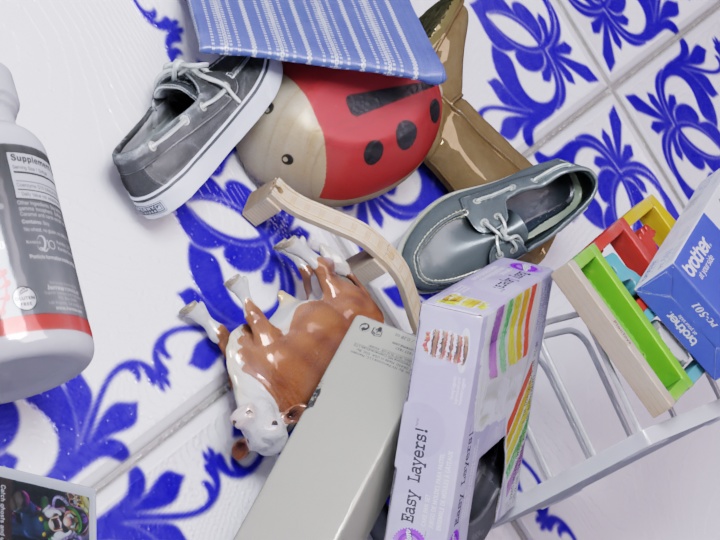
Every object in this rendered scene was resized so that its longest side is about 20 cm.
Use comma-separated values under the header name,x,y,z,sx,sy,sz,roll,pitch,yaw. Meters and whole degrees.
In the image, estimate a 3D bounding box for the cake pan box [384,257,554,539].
name,x,y,z,sx,sy,sz,roll,pitch,yaw
cake pan box,0.078,0.104,1.358,0.184,0.052,0.201,-20,121,-66

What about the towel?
name,x,y,z,sx,sy,sz,roll,pitch,yaw
towel,-0.040,-0.191,1.487,0.199,0.024,0.145,5,32,-18

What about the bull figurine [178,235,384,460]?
name,x,y,z,sx,sy,sz,roll,pitch,yaw
bull figurine,-0.057,0.052,1.391,0.122,0.065,0.200,58,39,-4

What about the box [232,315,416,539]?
name,x,y,z,sx,sy,sz,roll,pitch,yaw
box,-0.014,0.137,1.326,0.068,0.082,0.201,21,58,15

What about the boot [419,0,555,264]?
name,x,y,z,sx,sy,sz,roll,pitch,yaw
boot,0.106,-0.123,1.677,0.200,0.066,0.176,42,55,-21

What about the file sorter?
name,x,y,z,sx,sy,sz,roll,pitch,yaw
file sorter,0.163,0.107,1.496,0.138,0.200,0.125,-12,72,-50

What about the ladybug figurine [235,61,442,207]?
name,x,y,z,sx,sy,sz,roll,pitch,yaw
ladybug figurine,-0.007,-0.125,1.514,0.199,0.072,0.136,-24,88,-35

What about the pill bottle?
name,x,y,z,sx,sy,sz,roll,pitch,yaw
pill bottle,-0.244,-0.024,1.196,0.115,0.116,0.201,0,67,-47

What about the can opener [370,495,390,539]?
name,x,y,z,sx,sy,sz,roll,pitch,yaw
can opener,0.029,0.187,1.429,0.201,0.052,0.066,58,5,-6

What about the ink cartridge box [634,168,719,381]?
name,x,y,z,sx,sy,sz,roll,pitch,yaw
ink cartridge box,0.285,-0.005,1.480,0.094,0.044,0.200,48,36,-4

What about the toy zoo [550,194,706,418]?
name,x,y,z,sx,sy,sz,roll,pitch,yaw
toy zoo,0.230,0.019,1.455,0.132,0.020,0.200,54,36,1

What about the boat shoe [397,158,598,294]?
name,x,y,z,sx,sy,sz,roll,pitch,yaw
boat shoe,0.117,-0.041,1.592,0.199,0.062,0.073,-27,100,-28

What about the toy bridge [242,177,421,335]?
name,x,y,z,sx,sy,sz,roll,pitch,yaw
toy bridge,0.000,0.000,1.483,0.200,0.067,0.027,44,42,-20

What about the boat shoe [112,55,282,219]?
name,x,y,z,sx,sy,sz,roll,pitch,yaw
boat shoe,-0.125,-0.124,1.417,0.068,0.073,0.200,58,46,-26

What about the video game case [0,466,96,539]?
name,x,y,z,sx,sy,sz,roll,pitch,yaw
video game case,-0.236,0.210,1.140,0.181,0.023,0.201,20,54,-39
